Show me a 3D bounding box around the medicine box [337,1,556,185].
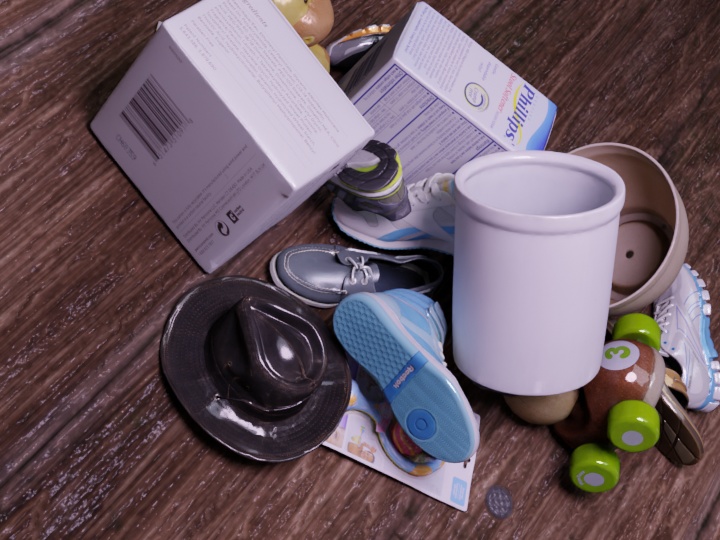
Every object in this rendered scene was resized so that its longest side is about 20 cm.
[{"bbox_3d":[0.080,-0.163,1.433,0.200,0.182,0.103,35,52,-14],"label":"medicine box"}]

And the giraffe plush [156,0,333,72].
[{"bbox_3d":[-0.095,-0.272,1.383,0.199,0.162,0.174,7,63,-32],"label":"giraffe plush"}]

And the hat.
[{"bbox_3d":[-0.091,0.077,1.237,0.199,0.081,0.202,9,59,-16],"label":"hat"}]

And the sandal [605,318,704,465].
[{"bbox_3d":[0.349,0.137,1.526,0.054,0.080,0.201,-28,80,-24],"label":"sandal"}]

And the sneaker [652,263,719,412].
[{"bbox_3d":[0.385,0.076,1.592,0.086,0.075,0.201,2,65,-27],"label":"sneaker"}]

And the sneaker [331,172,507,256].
[{"bbox_3d":[0.068,-0.068,1.405,0.199,0.081,0.077,7,36,2],"label":"sneaker"}]

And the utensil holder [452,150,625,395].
[{"bbox_3d":[0.176,0.002,1.307,0.169,0.169,0.201,-25,125,-40],"label":"utensil holder"}]

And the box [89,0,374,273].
[{"bbox_3d":[-0.130,-0.139,1.269,0.200,0.199,0.131,51,50,-1],"label":"box"}]

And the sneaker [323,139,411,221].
[{"bbox_3d":[-0.021,-0.105,1.368,0.074,0.200,0.081,-41,134,-13],"label":"sneaker"}]

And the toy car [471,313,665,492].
[{"bbox_3d":[0.216,0.116,1.416,0.199,0.158,0.165,24,42,-8],"label":"toy car"}]

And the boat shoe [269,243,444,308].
[{"bbox_3d":[0.000,0.000,1.374,0.199,0.062,0.073,9,61,-31],"label":"boat shoe"}]

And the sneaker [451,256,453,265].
[{"bbox_3d":[0.190,-0.003,1.444,0.083,0.199,0.071,-63,147,-15],"label":"sneaker"}]

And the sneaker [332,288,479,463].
[{"bbox_3d":[0.070,0.095,1.314,0.200,0.079,0.130,54,28,9],"label":"sneaker"}]

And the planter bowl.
[{"bbox_3d":[0.300,-0.034,1.519,0.135,0.199,0.201,26,50,-53],"label":"planter bowl"}]

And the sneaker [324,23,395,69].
[{"bbox_3d":[0.048,-0.242,1.527,0.199,0.078,0.078,0,85,-27],"label":"sneaker"}]

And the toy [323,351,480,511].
[{"bbox_3d":[0.049,0.156,1.336,0.199,0.047,0.116,26,55,-20],"label":"toy"}]
